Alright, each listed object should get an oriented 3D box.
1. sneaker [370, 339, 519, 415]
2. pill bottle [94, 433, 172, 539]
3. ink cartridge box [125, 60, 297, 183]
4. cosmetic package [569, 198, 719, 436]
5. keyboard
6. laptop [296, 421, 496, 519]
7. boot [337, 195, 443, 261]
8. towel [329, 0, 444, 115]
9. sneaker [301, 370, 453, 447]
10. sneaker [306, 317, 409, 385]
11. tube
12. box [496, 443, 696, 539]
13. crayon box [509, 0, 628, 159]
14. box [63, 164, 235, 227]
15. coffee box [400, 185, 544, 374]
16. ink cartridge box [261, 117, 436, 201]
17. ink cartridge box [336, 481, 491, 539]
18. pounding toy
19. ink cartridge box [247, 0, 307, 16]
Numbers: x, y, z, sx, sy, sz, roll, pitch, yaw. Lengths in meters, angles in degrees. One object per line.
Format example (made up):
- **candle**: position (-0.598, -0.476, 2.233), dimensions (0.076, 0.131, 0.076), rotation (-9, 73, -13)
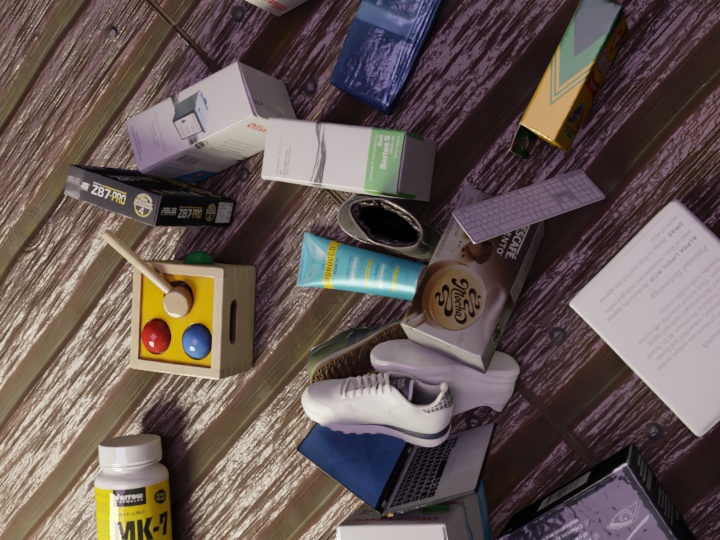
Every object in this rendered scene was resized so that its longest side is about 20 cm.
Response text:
- **sneaker**: position (0.106, 0.149, 1.094), dimensions (0.196, 0.076, 0.090), rotation (9, 115, -3)
- **pill bottle**: position (-0.350, 0.362, 1.281), dimensions (0.112, 0.114, 0.204), rotation (-3, 91, 21)
- **ink cartridge box**: position (-0.207, -0.205, 1.189), dimensions (0.197, 0.146, 0.087), rotation (-23, 82, 20)
- **cosmetic package**: position (0.374, 0.049, 0.958), dimensions (0.200, 0.164, 0.165), rotation (47, 106, 13)
- **keyboard**: position (0.209, -0.081, 1.026), dimensions (0.057, 0.197, 0.011), rotation (54, 154, 39)
- **laptop**: position (0.053, 0.214, 1.067), dimensions (0.197, 0.187, 0.118), rotation (-21, 98, 21)
- **boot**: position (0.021, -0.060, 1.074), dimensions (0.179, 0.199, 0.074), rotation (16, 97, 20)
- **towel**: position (0.037, -0.326, 1.142), dimensions (0.110, 0.048, 0.203), rotation (28, 102, 19)
- **sneaker**: position (0.021, 0.160, 1.053), dimensions (0.196, 0.077, 0.082), rotation (5, 131, 10)
- **sneaker**: position (0.015, 0.100, 1.152), dimensions (0.197, 0.090, 0.068), rotation (-22, 113, -7)
- **tube**: position (0.000, 0.000, 1.172), dimensions (0.197, 0.050, 0.079), rotation (11, 88, 26)
- **box**: position (0.305, 0.358, 1.020), dimensions (0.196, 0.117, 0.202), rotation (-36, 78, 18)
- **crayon box**: position (0.256, -0.223, 1.017), dimensions (0.050, 0.127, 0.203), rotation (29, 103, 17)
- **box**: position (-0.297, -0.105, 1.200), dimensions (0.159, 0.199, 0.050), rotation (18, 99, 21)
- **coffee box**: position (0.146, 0.010, 1.055), dimensions (0.112, 0.080, 0.202), rotation (22, 76, 20)
- **ink cartridge box**: position (-0.014, -0.148, 1.115), dimensions (0.196, 0.146, 0.086), rotation (10, 96, 20)
- **ink cartridge box**: position (0.077, 0.368, 1.067), dimensions (0.144, 0.199, 0.149), rotation (-8, 89, 21)
- **pounding toy**: position (-0.267, 0.046, 1.223), dimensions (0.181, 0.142, 0.204), rotation (4, 93, 21)
- **ink cartridge box**: position (-0.076, -0.440, 1.130), dimensions (0.197, 0.145, 0.085), rotation (-23, 85, 21)
